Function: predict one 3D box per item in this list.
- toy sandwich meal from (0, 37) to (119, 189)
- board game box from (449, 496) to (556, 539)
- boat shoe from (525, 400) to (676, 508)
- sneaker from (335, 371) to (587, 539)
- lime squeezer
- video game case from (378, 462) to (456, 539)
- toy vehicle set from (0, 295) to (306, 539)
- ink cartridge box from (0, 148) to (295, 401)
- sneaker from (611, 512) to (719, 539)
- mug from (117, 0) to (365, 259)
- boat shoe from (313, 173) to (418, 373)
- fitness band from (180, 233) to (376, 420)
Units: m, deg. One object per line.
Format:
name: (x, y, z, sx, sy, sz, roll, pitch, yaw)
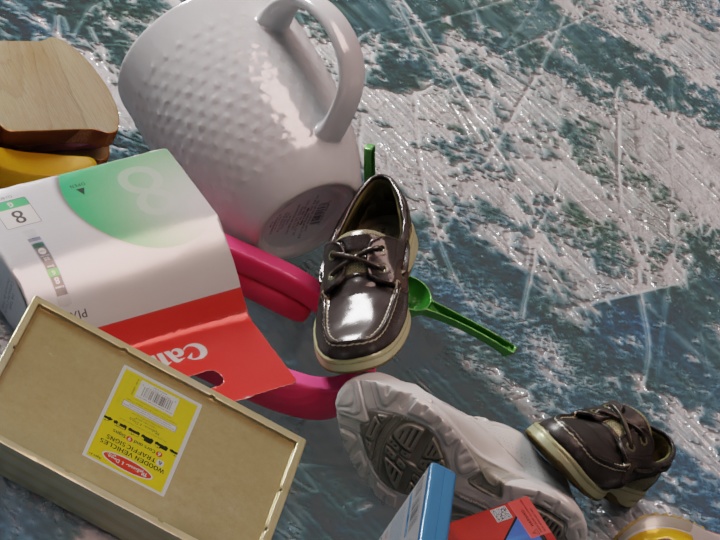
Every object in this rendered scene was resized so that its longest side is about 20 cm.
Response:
toy sandwich meal: (-0.266, -0.112, 1.621, 0.205, 0.070, 0.205, 25, 29, -14)
board game box: (0.109, 0.235, 1.455, 0.103, 0.019, 0.200, -17, 49, -20)
boat shoe: (0.177, 0.124, 1.633, 0.072, 0.066, 0.201, 49, 9, 24)
sneaker: (0.066, 0.130, 1.583, 0.200, 0.078, 0.099, 36, 20, -12)
lime squeezer: (0.035, -0.003, 1.737, 0.038, 0.071, 0.200, -46, 109, -33)
video game case: (-0.009, 0.214, 1.217, 0.018, 0.200, 0.143, 28, 28, -8)
toy vehicle set: (-0.140, 0.108, 1.414, 0.200, 0.027, 0.124, 29, 41, -6)
ink cartridge box: (-0.153, 0.012, 1.516, 0.161, 0.050, 0.200, -16, 50, -32)
sneaker: (0.269, 0.234, 1.622, 0.200, 0.075, 0.090, 9, 43, -26)
mug: (-0.067, -0.118, 1.700, 0.148, 0.200, 0.175, -3, 52, -44)
boat shoe: (0.000, 0.000, 1.616, 0.073, 0.065, 0.200, -7, 30, 9)
fitness band: (-0.081, 0.034, 1.612, 0.200, 0.037, 0.144, 24, 29, -12)
